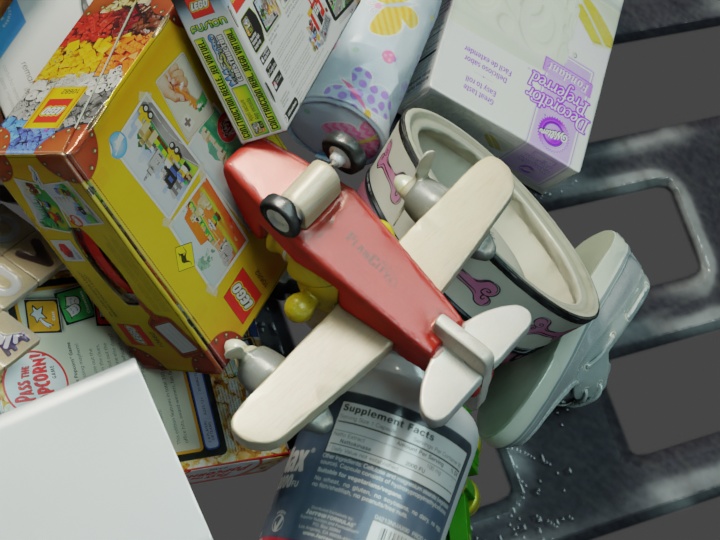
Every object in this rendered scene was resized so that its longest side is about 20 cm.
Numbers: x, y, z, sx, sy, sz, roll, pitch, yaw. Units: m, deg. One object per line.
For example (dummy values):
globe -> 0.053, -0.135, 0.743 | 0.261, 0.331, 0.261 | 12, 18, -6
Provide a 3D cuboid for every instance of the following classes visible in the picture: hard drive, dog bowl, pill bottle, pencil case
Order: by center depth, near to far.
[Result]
hard drive -> -0.206, 0.154, 1.343 | 0.199, 0.025, 0.132 | -23, 77, -9
pill bottle -> 0.013, 0.131, 1.451 | 0.119, 0.120, 0.201 | 26, 71, -18
dog bowl -> 0.077, -0.019, 1.547 | 0.200, 0.074, 0.200 | 41, 19, -18
pencil case -> 0.009, -0.175, 1.611 | 0.083, 0.091, 0.201 | 25, 61, -8

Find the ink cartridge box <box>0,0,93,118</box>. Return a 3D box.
ink cartridge box -> -0.159, -0.171, 1.471 | 0.199, 0.067, 0.116 | -25, 82, 1

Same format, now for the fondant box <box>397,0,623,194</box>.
fondant box -> 0.122, -0.181, 1.691 | 0.144, 0.058, 0.201 | 28, 62, -21

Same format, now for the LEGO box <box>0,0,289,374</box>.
LEGO box -> -0.127, -0.055, 1.383 | 0.149, 0.077, 0.200 | -59, 133, -31

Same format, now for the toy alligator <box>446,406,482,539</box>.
toy alligator -> 0.053, 0.161, 1.526 | 0.054, 0.059, 0.201 | -2, 67, 15

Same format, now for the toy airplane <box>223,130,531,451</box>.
toy airplane -> 0.008, 0.017, 1.383 | 0.199, 0.141, 0.200 | 2, 76, -20

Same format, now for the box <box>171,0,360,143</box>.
box -> -0.058, -0.178, 1.413 | 0.110, 0.035, 0.200 | 64, 26, -23

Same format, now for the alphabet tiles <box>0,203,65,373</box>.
alphabet tiles -> -0.285, 0.017, 1.371 | 0.167, 0.008, 0.200 | 34, 50, 19

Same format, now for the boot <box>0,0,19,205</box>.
boot -> -0.236, -0.157, 1.421 | 0.188, 0.068, 0.200 | 26, 82, 17

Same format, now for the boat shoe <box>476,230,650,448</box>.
boat shoe -> 0.159, 0.062, 1.611 | 0.072, 0.070, 0.201 | 45, 61, -20

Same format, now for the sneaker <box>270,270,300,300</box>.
sneaker -> 0.000, 0.000, 1.548 | 0.200, 0.081, 0.084 | 35, 45, -16

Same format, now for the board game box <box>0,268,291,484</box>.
board game box -> -0.159, 0.072, 1.444 | 0.199, 0.046, 0.152 | -6, 74, -31
